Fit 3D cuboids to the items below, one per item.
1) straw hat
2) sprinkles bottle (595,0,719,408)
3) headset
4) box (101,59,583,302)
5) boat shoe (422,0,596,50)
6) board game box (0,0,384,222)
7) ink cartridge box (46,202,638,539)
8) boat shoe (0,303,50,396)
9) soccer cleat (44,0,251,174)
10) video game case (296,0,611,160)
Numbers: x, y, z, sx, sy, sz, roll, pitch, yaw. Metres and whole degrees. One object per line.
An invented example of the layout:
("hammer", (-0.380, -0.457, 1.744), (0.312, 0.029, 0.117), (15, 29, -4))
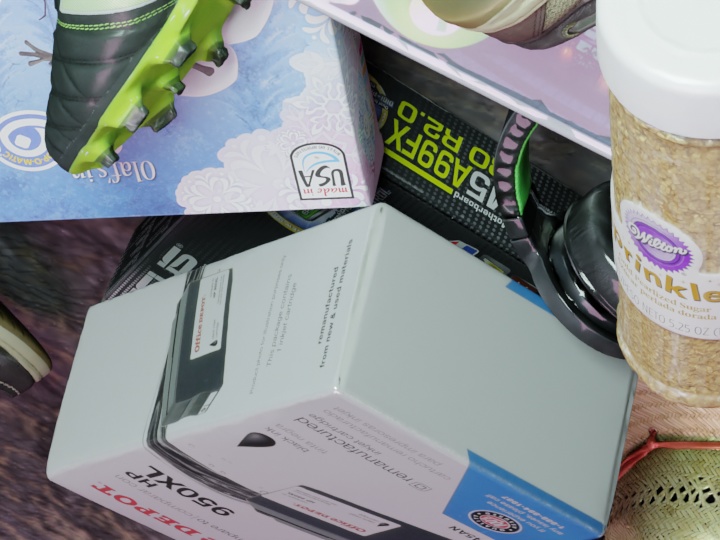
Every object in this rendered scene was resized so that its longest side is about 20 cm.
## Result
("straw hat", (0.151, 0.114, 1.226), (0.200, 0.085, 0.201), (15, 146, 10))
("sprinkles bottle", (0.113, -0.030, 0.908), (0.068, 0.068, 0.200), (13, 152, 15))
("headset", (0.131, -0.013, 1.085), (0.123, 0.094, 0.201), (-13, 121, 25))
("box", (0.000, 0.000, 1.193), (0.160, 0.044, 0.200), (31, 146, -13))
("boat shoe", (0.103, -0.142, 0.867), (0.201, 0.072, 0.066), (-41, 149, 18))
("board game box", (-0.105, -0.107, 1.033), (0.199, 0.043, 0.200), (-3, 130, 12))
("ink cartridge box", (-0.010, 0.059, 1.141), (0.144, 0.085, 0.200), (30, 151, -30))
("boat shoe", (-0.216, 0.014, 1.266), (0.072, 0.066, 0.201), (39, 178, 36))
("soccer cleat", (-0.076, -0.116, 0.958), (0.081, 0.067, 0.200), (40, 134, 11))
("video game case", (0.089, -0.123, 0.936), (0.199, 0.023, 0.182), (26, 128, -6))
